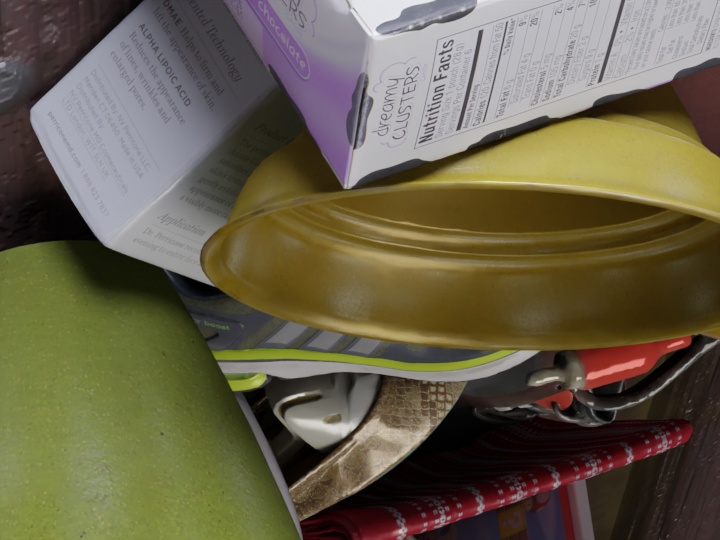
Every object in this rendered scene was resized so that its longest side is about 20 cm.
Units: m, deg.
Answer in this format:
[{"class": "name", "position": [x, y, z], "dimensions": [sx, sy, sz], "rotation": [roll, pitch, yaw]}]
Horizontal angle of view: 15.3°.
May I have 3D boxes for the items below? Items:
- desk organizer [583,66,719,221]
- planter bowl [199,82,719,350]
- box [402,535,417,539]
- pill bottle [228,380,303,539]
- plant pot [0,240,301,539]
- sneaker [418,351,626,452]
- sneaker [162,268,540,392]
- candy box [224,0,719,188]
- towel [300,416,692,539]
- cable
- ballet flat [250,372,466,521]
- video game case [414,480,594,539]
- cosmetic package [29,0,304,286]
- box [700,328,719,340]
[{"class": "desk organizer", "position": [0.164, -0.069, 1.033], "dimensions": [0.199, 0.072, 0.077], "rotation": [-2, 113, -27]}, {"class": "planter bowl", "position": [0.047, -0.037, 0.908], "dimensions": [0.199, 0.084, 0.200], "rotation": [3, 164, 1]}, {"class": "box", "position": [-0.055, 0.198, 1.308], "dimensions": [0.199, 0.095, 0.078], "rotation": [-14, 155, 11]}, {"class": "pill bottle", "position": [-0.134, 0.118, 1.136], "dimensions": [0.199, 0.116, 0.116], "rotation": [-26, 153, -12]}, {"class": "plant pot", "position": [-0.105, 0.099, 1.009], "dimensions": [0.186, 0.201, 0.187], "rotation": [-9, 154, -4]}, {"class": "sneaker", "position": [0.082, 0.047, 1.268], "dimensions": [0.077, 0.082, 0.200], "rotation": [-12, 154, -36]}, {"class": "sneaker", "position": [0.000, 0.000, 1.076], "dimensions": [0.199, 0.074, 0.081], "rotation": [-10, 146, 9]}, {"class": "candy box", "position": [0.046, -0.133, 0.842], "dimensions": [0.199, 0.168, 0.072], "rotation": [-19, 148, -22]}, {"class": "towel", "position": [0.045, 0.103, 1.322], "dimensions": [0.199, 0.023, 0.144], "rotation": [-15, -176, -28]}, {"class": "cable", "position": [0.163, 0.017, 1.174], "dimensions": [0.199, 0.050, 0.098], "rotation": [-4, 113, -6]}, {"class": "ballet flat", "position": [-0.039, 0.082, 1.235], "dimensions": [0.200, 0.071, 0.065], "rotation": [-39, 138, 6]}, {"class": "video game case", "position": [0.033, 0.192, 1.363], "dimensions": [0.199, 0.143, 0.017], "rotation": [-26, 134, 22]}, {"class": "cosmetic package", "position": [-0.013, -0.085, 0.973], "dimensions": [0.200, 0.074, 0.102], "rotation": [-42, 151, 16]}, {"class": "box", "position": [0.177, -0.010, 1.061], "dimensions": [0.199, 0.119, 0.042], "rotation": [-13, 113, -47]}]
